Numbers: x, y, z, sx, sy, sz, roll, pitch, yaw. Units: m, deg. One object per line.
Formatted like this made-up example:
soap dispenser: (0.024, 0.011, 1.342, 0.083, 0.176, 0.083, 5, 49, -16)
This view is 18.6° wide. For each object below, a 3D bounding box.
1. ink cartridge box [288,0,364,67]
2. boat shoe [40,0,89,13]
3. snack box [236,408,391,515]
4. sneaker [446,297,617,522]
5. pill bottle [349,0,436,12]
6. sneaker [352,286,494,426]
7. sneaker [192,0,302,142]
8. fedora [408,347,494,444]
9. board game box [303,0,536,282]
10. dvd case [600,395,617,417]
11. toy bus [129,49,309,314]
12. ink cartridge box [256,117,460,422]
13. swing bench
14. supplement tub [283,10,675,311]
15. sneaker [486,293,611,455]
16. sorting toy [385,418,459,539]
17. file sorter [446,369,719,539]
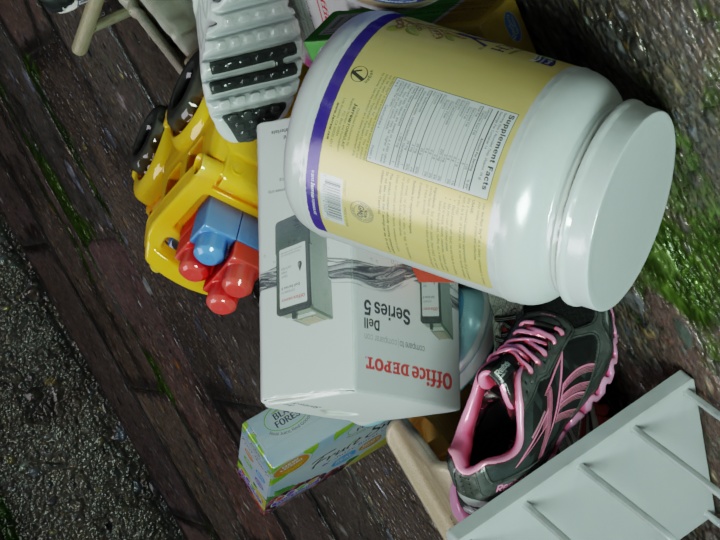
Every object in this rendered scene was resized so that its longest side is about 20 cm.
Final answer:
ink cartridge box: (-0.015, -0.198, 1.556, 0.200, 0.067, 0.117, 41, 154, 49)
boat shoe: (-0.146, -0.245, 1.494, 0.093, 0.200, 0.075, -20, 115, 34)
snack box: (-0.006, 0.120, 1.854, 0.053, 0.200, 0.142, 55, 164, 17)
sneaker: (0.110, 0.074, 1.461, 0.079, 0.200, 0.095, 12, 154, 28)
pill bottle: (0.034, -0.234, 1.267, 0.116, 0.116, 0.200, 58, 163, 6)
sneaker: (0.005, 0.054, 1.657, 0.200, 0.131, 0.080, -35, 43, 45)
sneaker: (-0.088, -0.190, 1.544, 0.081, 0.075, 0.200, -131, 35, -63)
fedora: (0.093, 0.142, 1.720, 0.201, 0.082, 0.201, 52, 162, 24)
board game box: (0.067, -0.082, 1.445, 0.153, 0.040, 0.200, 0, 126, 42)
dvd case: (0.145, 0.097, 1.683, 0.200, 0.025, 0.150, 54, 163, 14)
toy bus: (-0.103, -0.046, 1.661, 0.136, 0.192, 0.200, 24, 146, -18)
ink cartridge box: (0.000, 0.000, 1.546, 0.084, 0.145, 0.200, -8, 78, 33)
swing bench: (-0.139, -0.204, 1.821, 0.199, 0.130, 0.200, 53, 157, 24)
supplement tub: (0.071, -0.064, 1.306, 0.200, 0.145, 0.145, 19, 146, 23)
sneaker: (0.126, 0.077, 1.562, 0.078, 0.082, 0.200, -2, 109, 54)
sorting toy: (0.092, 0.197, 1.601, 0.185, 0.036, 0.200, 60, 173, -10)
file sorter: (0.181, 0.193, 1.435, 0.125, 0.200, 0.139, 40, 155, 45)
